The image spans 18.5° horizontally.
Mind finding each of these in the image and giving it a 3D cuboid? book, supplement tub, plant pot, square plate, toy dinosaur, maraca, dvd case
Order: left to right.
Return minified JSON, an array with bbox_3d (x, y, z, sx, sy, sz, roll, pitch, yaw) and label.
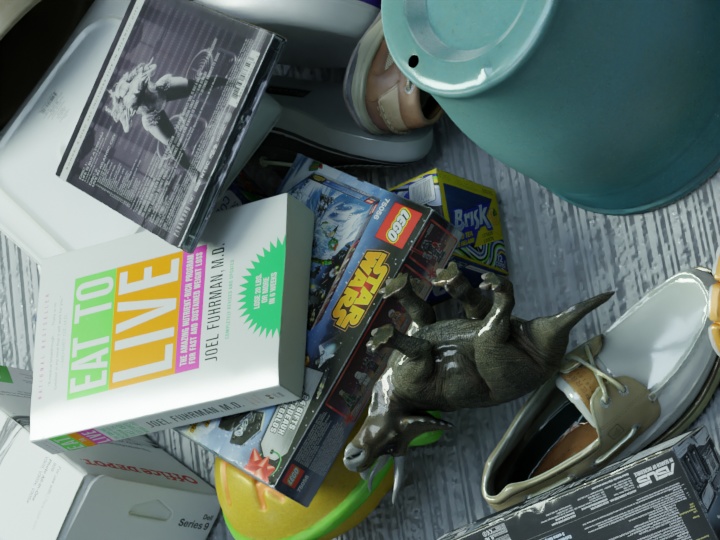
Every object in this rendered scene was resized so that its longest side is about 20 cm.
[{"bbox_3d":[-0.304,-0.191,1.640,0.173,0.200,0.201,37,106,13],"label":"plant pot"},{"bbox_3d":[-0.178,-0.087,1.562,0.198,0.028,0.200,39,94,32],"label":"square plate"},{"bbox_3d":[-0.130,-0.105,1.466,0.200,0.016,0.150,27,94,54],"label":"dvd case"},{"bbox_3d":[-0.122,0.038,1.426,0.199,0.048,0.135,-15,58,29],"label":"book"},{"bbox_3d":[-0.037,-0.253,1.532,0.145,0.145,0.202,0,79,40],"label":"supplement tub"},{"bbox_3d":[-0.016,0.107,1.458,0.200,0.107,0.138,-37,44,19],"label":"maraca"},{"bbox_3d":[0.068,0.050,1.337,0.199,0.103,0.077,-25,32,15],"label":"toy dinosaur"},{"bbox_3d":[0.120,-0.151,1.347,0.199,0.187,0.202,-11,73,38],"label":"plant pot"}]

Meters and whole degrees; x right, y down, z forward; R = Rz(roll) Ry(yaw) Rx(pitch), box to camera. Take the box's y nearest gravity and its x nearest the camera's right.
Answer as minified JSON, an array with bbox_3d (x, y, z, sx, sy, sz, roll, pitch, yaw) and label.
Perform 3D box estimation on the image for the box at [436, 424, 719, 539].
[{"bbox_3d":[0.147,0.201,1.297,0.199,0.050,0.159,-28,87,33],"label":"box"}]

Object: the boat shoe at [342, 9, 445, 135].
[{"bbox_3d":[0.059,-0.179,1.469,0.071,0.076,0.201,11,78,44],"label":"boat shoe"}]

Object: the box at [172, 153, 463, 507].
[{"bbox_3d":[-0.037,0.035,1.413,0.137,0.040,0.201,25,82,45],"label":"box"}]

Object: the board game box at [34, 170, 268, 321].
[{"bbox_3d":[-0.153,-0.002,1.644,0.135,0.034,0.201,46,111,37],"label":"board game box"}]

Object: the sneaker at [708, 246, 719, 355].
[{"bbox_3d":[0.258,-0.043,1.278,0.077,0.078,0.202,8,89,30],"label":"sneaker"}]

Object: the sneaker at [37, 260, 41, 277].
[{"bbox_3d":[-0.182,-0.051,1.609,0.077,0.078,0.202,1,84,28],"label":"sneaker"}]

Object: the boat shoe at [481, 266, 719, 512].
[{"bbox_3d":[0.151,0.079,1.345,0.201,0.068,0.075,-55,48,14],"label":"boat shoe"}]

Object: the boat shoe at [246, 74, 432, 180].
[{"bbox_3d":[-0.033,-0.094,1.552,0.199,0.071,0.064,15,122,33],"label":"boat shoe"}]

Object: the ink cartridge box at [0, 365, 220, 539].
[{"bbox_3d":[-0.219,0.146,1.593,0.200,0.146,0.085,31,100,40],"label":"ink cartridge box"}]

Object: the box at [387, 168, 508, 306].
[{"bbox_3d":[0.000,0.000,1.491,0.199,0.070,0.065,-23,65,35],"label":"box"}]
